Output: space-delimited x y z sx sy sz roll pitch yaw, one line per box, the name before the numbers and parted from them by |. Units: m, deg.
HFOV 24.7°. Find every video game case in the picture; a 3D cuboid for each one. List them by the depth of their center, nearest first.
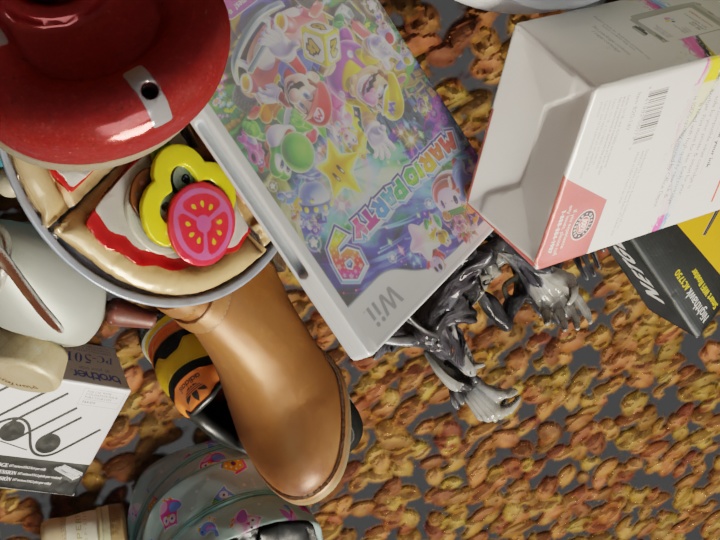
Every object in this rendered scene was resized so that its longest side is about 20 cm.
video game case | -0.013 -0.075 0.864 0.143 0.018 0.201 -43 105 -37

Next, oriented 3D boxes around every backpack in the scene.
backpack | -0.095 0.219 1.149 0.165 0.127 0.202 -22 136 -24

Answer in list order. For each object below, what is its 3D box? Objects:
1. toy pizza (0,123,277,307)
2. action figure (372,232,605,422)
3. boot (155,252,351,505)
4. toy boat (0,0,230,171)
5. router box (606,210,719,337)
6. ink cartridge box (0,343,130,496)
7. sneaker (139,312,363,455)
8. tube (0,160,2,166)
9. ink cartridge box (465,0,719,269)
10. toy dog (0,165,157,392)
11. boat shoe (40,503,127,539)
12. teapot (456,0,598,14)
toy pizza | -0.097 -0.083 0.841 0.199 0.203 0.032 19 161 -38
action figure | 0.087 0.025 1.025 0.199 0.102 0.119 -27 163 -51
boot | -0.078 0.028 0.914 0.073 0.202 0.155 -25 158 13
toy boat | -0.137 -0.146 0.725 0.130 0.201 0.131 -31 177 -18
router box | 0.213 -0.069 1.060 0.150 0.051 0.200 -51 137 -7
ink cartridge box | -0.249 0.080 0.999 0.198 0.044 0.095 12 121 -35
sneaker | -0.062 0.098 1.078 0.070 0.090 0.200 -41 135 13
tube | -0.227 -0.062 0.883 0.198 0.051 0.078 -19 137 -4
ink cartridge box | 0.162 -0.087 0.903 0.198 0.068 0.117 -16 136 -35
toy dog | -0.167 -0.002 0.875 0.095 0.134 0.200 4 175 7
boat shoe | -0.195 0.247 1.166 0.064 0.073 0.202 -5 130 -11
teapot | 0.096 -0.205 0.841 0.200 0.147 0.197 -42 135 15
